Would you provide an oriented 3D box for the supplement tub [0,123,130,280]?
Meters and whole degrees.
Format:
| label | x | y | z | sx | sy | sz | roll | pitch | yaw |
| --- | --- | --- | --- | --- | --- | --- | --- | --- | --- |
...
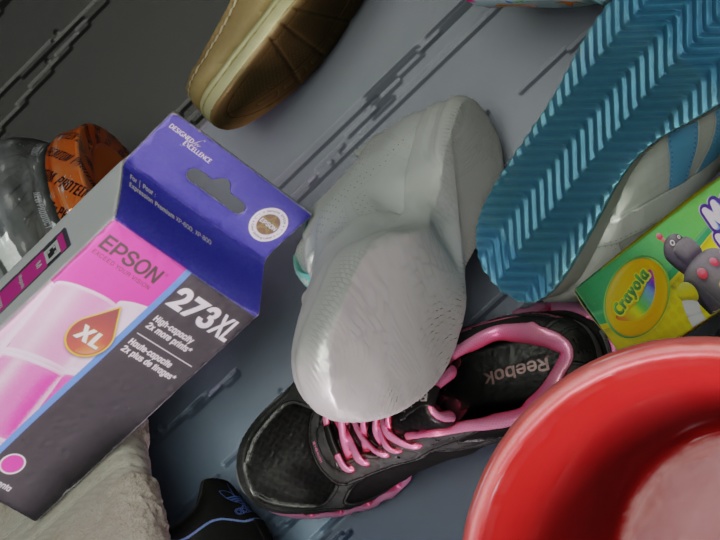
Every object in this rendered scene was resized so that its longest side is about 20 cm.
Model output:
| label | x | y | z | sx | sy | sz | roll | pitch | yaw |
| --- | --- | --- | --- | --- | --- | --- | --- | --- | --- |
| supplement tub | -0.197 | 0.013 | 0.963 | 0.200 | 0.123 | 0.123 | -26 | 80 | 14 |

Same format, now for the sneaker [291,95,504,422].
| label | x | y | z | sx | sy | sz | roll | pitch | yaw |
| --- | --- | --- | --- | --- | --- | --- | --- | --- | --- |
| sneaker | 0.000 | 0.000 | 0.893 | 0.088 | 0.200 | 0.075 | -11 | 122 | 31 |

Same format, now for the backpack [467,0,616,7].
| label | x | y | z | sx | sy | sz | roll | pitch | yaw |
| --- | --- | --- | --- | --- | --- | --- | --- | --- | --- |
| backpack | 0.096 | -0.215 | 0.866 | 0.150 | 0.178 | 0.200 | 8 | 93 | 22 |

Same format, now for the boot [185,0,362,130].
| label | x | y | z | sx | sy | sz | roll | pitch | yaw |
| --- | --- | --- | --- | --- | --- | --- | --- | --- | --- |
| boot | -0.064 | -0.186 | 0.963 | 0.155 | 0.073 | 0.200 | 33 | 94 | 15 |

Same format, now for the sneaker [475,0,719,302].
| label | x | y | z | sx | sy | sz | roll | pitch | yaw |
| --- | --- | --- | --- | --- | --- | --- | --- | --- | --- |
| sneaker | 0.135 | -0.068 | 0.872 | 0.200 | 0.081 | 0.077 | -51 | 60 | 25 |

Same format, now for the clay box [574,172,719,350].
| label | x | y | z | sx | sy | sz | roll | pitch | yaw |
| --- | --- | --- | --- | --- | --- | --- | --- | --- | --- |
| clay box | 0.171 | -0.028 | 0.790 | 0.048 | 0.115 | 0.200 | 55 | 140 | 5 |

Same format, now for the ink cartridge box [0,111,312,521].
| label | x | y | z | sx | sy | sz | roll | pitch | yaw |
| --- | --- | --- | --- | --- | --- | --- | --- | --- | --- |
| ink cartridge box | -0.119 | 0.025 | 0.890 | 0.200 | 0.095 | 0.037 | -44 | 38 | 12 |

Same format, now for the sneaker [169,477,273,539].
| label | x | y | z | sx | sy | sz | roll | pitch | yaw |
| --- | --- | --- | --- | --- | --- | --- | --- | --- | --- |
| sneaker | -0.126 | 0.179 | 0.966 | 0.200 | 0.070 | 0.078 | -31 | 67 | 11 |

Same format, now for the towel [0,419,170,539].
| label | x | y | z | sx | sy | sz | roll | pitch | yaw |
| --- | --- | --- | --- | --- | --- | --- | --- | --- | --- |
| towel | -0.169 | 0.154 | 0.950 | 0.200 | 0.034 | 0.133 | -41 | 38 | 17 |

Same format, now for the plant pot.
| label | x | y | z | sx | sy | sz | roll | pitch | yaw |
| --- | --- | --- | --- | --- | --- | --- | --- | --- | --- |
| plant pot | 0.156 | 0.131 | 0.821 | 0.200 | 0.177 | 0.201 | -1 | 85 | 17 |

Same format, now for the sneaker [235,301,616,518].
| label | x | y | z | sx | sy | sz | roll | pitch | yaw |
| --- | --- | --- | --- | --- | --- | --- | --- | --- | --- |
| sneaker | 0.024 | 0.064 | 0.910 | 0.200 | 0.095 | 0.079 | -23 | 83 | 15 |
